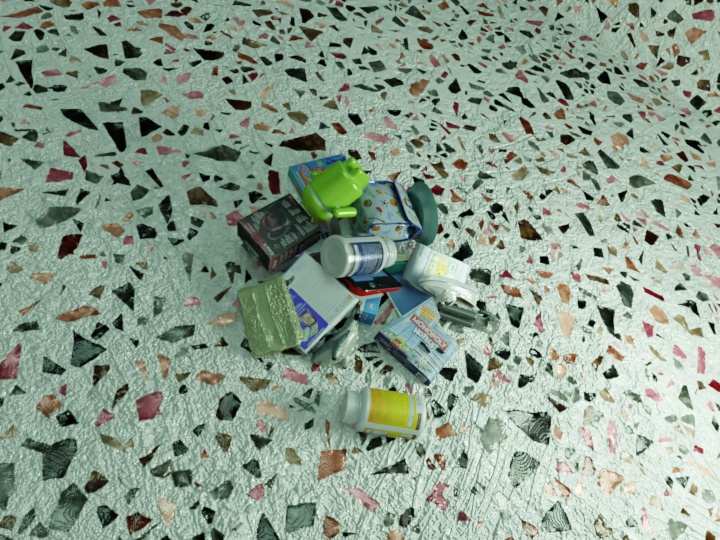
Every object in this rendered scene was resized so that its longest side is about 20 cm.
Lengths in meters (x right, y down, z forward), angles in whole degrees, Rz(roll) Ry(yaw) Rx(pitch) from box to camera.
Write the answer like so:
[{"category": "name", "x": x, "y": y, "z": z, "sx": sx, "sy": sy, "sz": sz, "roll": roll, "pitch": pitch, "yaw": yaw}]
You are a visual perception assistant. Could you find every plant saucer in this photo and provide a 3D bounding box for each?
[{"category": "plant saucer", "x": 0.174, "y": -0.171, "z": 1.621, "sx": 0.036, "sy": 0.200, "sz": 0.200, "roll": -10, "pitch": 62, "yaw": -21}]

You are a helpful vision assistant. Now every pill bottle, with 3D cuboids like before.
[{"category": "pill bottle", "x": 0.056, "y": 0.353, "z": 1.318, "sx": 0.199, "sy": 0.109, "sz": 0.110, "roll": 12, "pitch": 57, "yaw": -9}, {"category": "pill bottle", "x": 0.001, "y": -0.042, "z": 1.417, "sx": 0.200, "sy": 0.111, "sz": 0.111, "roll": -6, "pitch": 59, "yaw": -43}]

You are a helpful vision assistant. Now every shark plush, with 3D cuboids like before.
[{"category": "shark plush", "x": -0.055, "y": 0.165, "z": 1.398, "sx": 0.083, "sy": 0.091, "sz": 0.201, "roll": 22, "pitch": 86, "yaw": 29}]

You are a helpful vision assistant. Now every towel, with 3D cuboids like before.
[{"category": "towel", "x": -0.238, "y": 0.120, "z": 1.382, "sx": 0.148, "sy": 0.036, "sz": 0.201, "roll": -20, "pitch": 71, "yaw": 4}]

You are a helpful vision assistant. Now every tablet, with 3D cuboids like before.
[{"category": "tablet", "x": 0.133, "y": 0.051, "z": 1.584, "sx": 0.130, "sy": 0.014, "sz": 0.200, "roll": -18, "pitch": 66, "yaw": -25}]

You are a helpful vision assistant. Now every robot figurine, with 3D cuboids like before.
[{"category": "robot figurine", "x": -0.075, "y": -0.219, "z": 1.449, "sx": 0.200, "sy": 0.116, "sz": 0.176, "roll": -37, "pitch": 61, "yaw": 9}]

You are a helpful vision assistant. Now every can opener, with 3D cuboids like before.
[{"category": "can opener", "x": 0.320, "y": 0.136, "z": 1.573, "sx": 0.199, "sy": 0.053, "sz": 0.067, "roll": 18, "pitch": 24, "yaw": -3}]

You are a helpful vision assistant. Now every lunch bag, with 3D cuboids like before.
[{"category": "lunch bag", "x": 0.076, "y": -0.173, "z": 1.545, "sx": 0.199, "sy": 0.124, "sz": 0.170, "roll": -3, "pitch": 61, "yaw": -30}]

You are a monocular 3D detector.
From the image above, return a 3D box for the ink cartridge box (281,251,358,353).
[{"category": "ink cartridge box", "x": -0.142, "y": 0.085, "z": 1.415, "sx": 0.200, "sy": 0.043, "sz": 0.198, "roll": 42, "pitch": 86, "yaw": 17}]

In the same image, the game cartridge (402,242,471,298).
[{"category": "game cartridge", "x": 0.227, "y": 0.014, "z": 1.564, "sx": 0.199, "sy": 0.040, "sz": 0.134, "roll": 21, "pitch": 93, "yaw": -21}]

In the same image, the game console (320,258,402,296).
[{"category": "game console", "x": 0.000, "y": 0.000, "z": 1.487, "sx": 0.176, "sy": 0.031, "sz": 0.200, "roll": -8, "pitch": 40, "yaw": -41}]

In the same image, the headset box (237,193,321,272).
[{"category": "headset box", "x": -0.233, "y": -0.102, "z": 1.458, "sx": 0.200, "sy": 0.075, "sz": 0.149, "roll": -35, "pitch": 74, "yaw": -29}]

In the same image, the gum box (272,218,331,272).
[{"category": "gum box", "x": -0.174, "y": -0.078, "z": 1.546, "sx": 0.199, "sy": 0.066, "sz": 0.114, "roll": -13, "pitch": 64, "yaw": -22}]

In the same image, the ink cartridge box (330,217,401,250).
[{"category": "ink cartridge box", "x": 0.021, "y": -0.137, "z": 1.627, "sx": 0.199, "sy": 0.083, "sz": 0.146, "roll": -4, "pitch": 60, "yaw": -18}]

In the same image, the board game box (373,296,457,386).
[{"category": "board game box", "x": 0.177, "y": 0.180, "z": 1.479, "sx": 0.200, "sy": 0.062, "sz": 0.200, "roll": 41, "pitch": 59, "yaw": 6}]

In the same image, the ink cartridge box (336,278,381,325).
[{"category": "ink cartridge box", "x": -0.045, "y": 0.064, "z": 1.494, "sx": 0.199, "sy": 0.067, "sz": 0.116, "roll": 17, "pitch": 56, "yaw": -4}]

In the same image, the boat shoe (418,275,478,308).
[{"category": "boat shoe", "x": 0.253, "y": 0.066, "z": 1.519, "sx": 0.199, "sy": 0.071, "sz": 0.070, "roll": 17, "pitch": 68, "yaw": -27}]

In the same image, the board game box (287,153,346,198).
[{"category": "board game box", "x": -0.113, "y": -0.290, "z": 1.708, "sx": 0.200, "sy": 0.045, "sz": 0.152, "roll": -20, "pitch": 66, "yaw": -25}]

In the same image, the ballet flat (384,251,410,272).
[{"category": "ballet flat", "x": 0.150, "y": -0.027, "z": 1.594, "sx": 0.199, "sy": 0.070, "sz": 0.070, "roll": 5, "pitch": 58, "yaw": -18}]
